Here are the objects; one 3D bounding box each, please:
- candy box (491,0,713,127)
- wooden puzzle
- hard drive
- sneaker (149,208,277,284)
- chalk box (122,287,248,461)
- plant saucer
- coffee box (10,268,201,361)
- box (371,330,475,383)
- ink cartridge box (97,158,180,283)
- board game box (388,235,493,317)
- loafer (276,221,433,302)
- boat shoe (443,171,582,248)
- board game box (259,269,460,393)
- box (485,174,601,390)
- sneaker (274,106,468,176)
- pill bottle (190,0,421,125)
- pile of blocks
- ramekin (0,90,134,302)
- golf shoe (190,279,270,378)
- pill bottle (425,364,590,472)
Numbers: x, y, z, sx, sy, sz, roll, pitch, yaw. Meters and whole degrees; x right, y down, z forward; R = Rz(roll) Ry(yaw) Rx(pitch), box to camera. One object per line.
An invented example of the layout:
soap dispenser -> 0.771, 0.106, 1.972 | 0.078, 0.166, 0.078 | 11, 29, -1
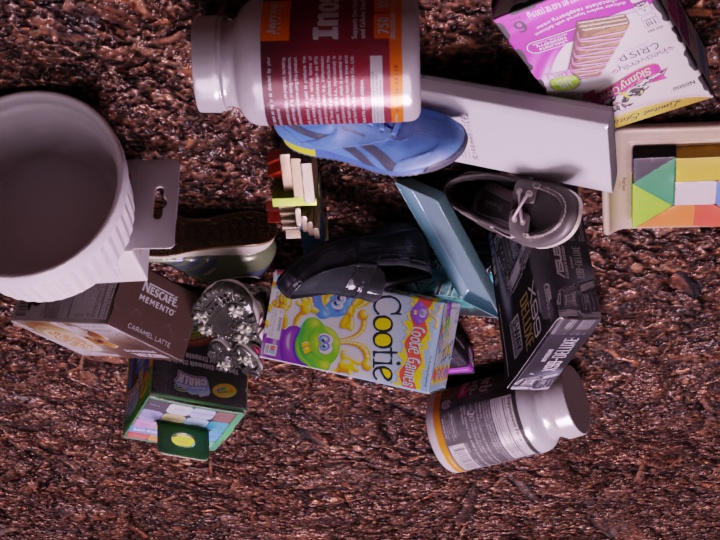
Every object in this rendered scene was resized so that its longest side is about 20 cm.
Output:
candy box -> 0.218, -0.210, 1.243 | 0.136, 0.061, 0.200 | -17, 145, 27
wooden puzzle -> 0.354, -0.093, 1.458 | 0.198, 0.037, 0.185 | -5, 148, 8
hard drive -> 0.145, -0.132, 1.332 | 0.199, 0.027, 0.132 | 13, 159, 18
sneaker -> -0.192, -0.017, 1.549 | 0.199, 0.067, 0.090 | -1, 143, -4
chalk box -> -0.211, 0.138, 1.677 | 0.124, 0.201, 0.124 | 13, 147, -19
plant saucer -> 0.102, -0.024, 1.520 | 0.070, 0.019, 0.200 | 28, 157, 46
coffee box -> -0.291, 0.045, 1.581 | 0.199, 0.080, 0.114 | 0, 157, 45
box -> 0.051, 0.091, 1.729 | 0.142, 0.036, 0.200 | -7, 158, 16
ink cartridge box -> -0.281, -0.050, 1.450 | 0.198, 0.118, 0.067 | -2, 150, 5
board game box -> 0.120, 0.009, 1.632 | 0.198, 0.028, 0.136 | 5, 148, -7
loafer -> 0.000, 0.000, 1.479 | 0.200, 0.071, 0.068 | -16, 159, -40
boat shoe -> 0.149, -0.064, 1.400 | 0.057, 0.067, 0.200 | 12, -176, -25
board game box -> 0.001, 0.067, 1.576 | 0.199, 0.104, 0.105 | 11, -179, 14
box -> 0.188, 0.002, 1.455 | 0.049, 0.201, 0.158 | 3, 149, -13
sneaker -> 0.001, -0.141, 1.308 | 0.199, 0.066, 0.079 | 12, 153, 22
pill bottle -> -0.046, -0.186, 1.233 | 0.198, 0.114, 0.113 | -2, 149, 2
pile of blocks -> -0.071, -0.063, 1.463 | 0.062, 0.083, 0.200 | -2, 149, 4
ramekin -> -0.316, -0.065, 1.360 | 0.199, 0.202, 0.105 | -3, 158, 4
golf shoe -> -0.140, 0.045, 1.566 | 0.077, 0.089, 0.200 | 16, 156, 7
pill bottle -> 0.197, 0.195, 1.851 | 0.199, 0.117, 0.116 | -18, 144, 25
